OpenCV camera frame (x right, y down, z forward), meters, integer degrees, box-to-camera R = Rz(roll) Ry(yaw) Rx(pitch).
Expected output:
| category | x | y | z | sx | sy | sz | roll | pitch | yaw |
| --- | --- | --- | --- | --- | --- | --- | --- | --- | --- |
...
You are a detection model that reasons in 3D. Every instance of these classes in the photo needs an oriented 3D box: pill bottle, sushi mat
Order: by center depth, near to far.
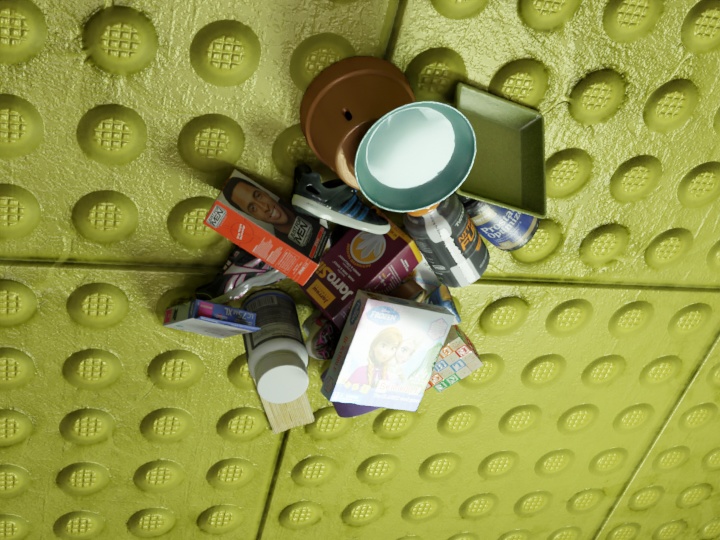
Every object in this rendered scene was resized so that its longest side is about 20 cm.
| category | x | y | z | sx | sy | sz | roll | pitch | yaw |
| --- | --- | --- | --- | --- | --- | --- | --- | --- | --- |
| pill bottle | 0.141 | -0.070 | 1.606 | 0.106 | 0.107 | 0.200 | -29 | 130 | 8 |
| pill bottle | 0.228 | -0.127 | 1.682 | 0.112 | 0.112 | 0.199 | -43 | 128 | 19 |
| pill bottle | -0.159 | 0.141 | 1.723 | 0.112 | 0.201 | 0.115 | -8 | 131 | -10 |
| sushi mat | -0.160 | 0.266 | 1.954 | 0.095 | 0.012 | 0.201 | -15 | 131 | -3 |

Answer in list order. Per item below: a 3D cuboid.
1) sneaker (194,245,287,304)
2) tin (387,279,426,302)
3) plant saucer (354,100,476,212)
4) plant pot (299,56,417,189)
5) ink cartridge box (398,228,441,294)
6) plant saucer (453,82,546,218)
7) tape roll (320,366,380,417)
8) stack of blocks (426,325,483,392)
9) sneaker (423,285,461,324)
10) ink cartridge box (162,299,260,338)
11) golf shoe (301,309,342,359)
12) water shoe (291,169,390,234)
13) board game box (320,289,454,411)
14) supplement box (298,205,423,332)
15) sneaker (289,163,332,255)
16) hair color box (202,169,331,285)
| category | x | y | z | sx | sy | sz | roll | pitch | yaw |
| --- | --- | --- | --- | --- | --- | --- | --- | --- | --- |
| sneaker | -0.215 | -0.005 | 1.682 | 0.198 | 0.080 | 0.087 | -23 | 101 | 13 |
| tin | 0.042 | 0.098 | 1.719 | 0.200 | 0.042 | 0.112 | -46 | 160 | 0 |
| plant saucer | 0.082 | -0.183 | 1.453 | 0.198 | 0.036 | 0.202 | -10 | 131 | -11 |
| plant pot | 0.010 | -0.224 | 1.513 | 0.198 | 0.141 | 0.202 | -9 | 132 | -10 |
| ink cartridge box | 0.110 | -0.019 | 1.763 | 0.200 | 0.068 | 0.115 | -39 | 130 | 16 |
| plant saucer | 0.229 | -0.197 | 1.595 | 0.198 | 0.202 | 0.048 | 13 | 160 | -30 |
| tape roll | 0.027 | 0.204 | 1.830 | 0.198 | 0.200 | 0.086 | -25 | 97 | 4 |
| stack of blocks | 0.144 | 0.203 | 1.966 | 0.199 | 0.059 | 0.115 | -34 | 131 | 11 |
| sneaker | 0.145 | 0.083 | 1.806 | 0.087 | 0.076 | 0.200 | -20 | 166 | 4 |
| ink cartridge box | -0.268 | 0.088 | 1.675 | 0.118 | 0.042 | 0.199 | 15 | 167 | -27 |
| golf shoe | -0.071 | 0.118 | 1.744 | 0.091 | 0.200 | 0.073 | -6 | 104 | 18 |
| water shoe | -0.021 | -0.115 | 1.567 | 0.199 | 0.071 | 0.080 | 14 | 94 | -38 |
| board game box | 0.050 | 0.147 | 1.659 | 0.198 | 0.041 | 0.201 | 11 | 106 | -34 |
| supplement box | 0.000 | 0.000 | 1.667 | 0.200 | 0.110 | 0.086 | -45 | 151 | -5 |
| sneaker | -0.106 | -0.092 | 1.633 | 0.089 | 0.070 | 0.201 | -17 | 134 | -7 |
| hair color box | -0.154 | -0.073 | 1.564 | 0.199 | 0.102 | 0.061 | 31 | 128 | -11 |
